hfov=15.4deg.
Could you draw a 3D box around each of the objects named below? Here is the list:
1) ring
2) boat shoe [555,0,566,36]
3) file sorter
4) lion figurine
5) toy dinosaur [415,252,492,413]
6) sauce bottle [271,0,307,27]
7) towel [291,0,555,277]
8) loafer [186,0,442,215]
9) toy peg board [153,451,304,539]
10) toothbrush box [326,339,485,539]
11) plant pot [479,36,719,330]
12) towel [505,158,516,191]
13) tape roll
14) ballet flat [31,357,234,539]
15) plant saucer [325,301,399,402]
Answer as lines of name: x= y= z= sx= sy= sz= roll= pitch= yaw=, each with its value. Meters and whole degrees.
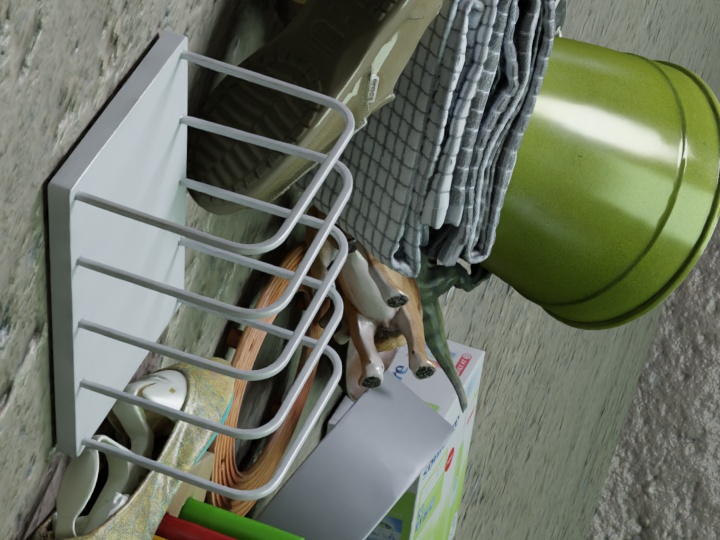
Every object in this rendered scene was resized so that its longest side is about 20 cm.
ring: x=-0.066 y=0.073 z=1.799 sx=0.200 sy=0.019 sz=0.201 roll=19 pitch=90 yaw=-76
boat shoe: x=0.123 y=-0.192 z=1.972 sx=0.071 sy=0.064 sz=0.200 roll=-26 pitch=-149 yaw=41
file sorter: x=-0.080 y=0.003 z=1.434 sx=0.200 sy=0.124 sz=0.139 roll=94 pitch=19 yaw=-44
lion figurine: x=0.000 y=0.000 z=1.770 sx=0.200 sy=0.072 sz=0.123 roll=77 pitch=-2 yaw=-52
toy dinosaur: x=0.052 y=-0.002 z=1.906 sx=0.088 sy=0.047 sz=0.200 roll=-50 pitch=127 yaw=-34
sauce bottle: x=-0.024 y=-0.181 z=1.551 sx=0.200 sy=0.065 sz=0.065 roll=94 pitch=19 yaw=-51
towel: x=0.039 y=-0.112 z=1.644 sx=0.085 sy=0.166 sz=0.200 roll=2 pitch=110 yaw=-30
loafer: x=-0.019 y=-0.106 z=1.515 sx=0.200 sy=0.076 sz=0.067 roll=-47 pitch=146 yaw=9
toy peg board: x=-0.118 y=0.234 z=1.635 sx=0.199 sy=0.098 sz=0.200 roll=-27 pitch=133 yaw=-71
toothbrush box: x=0.027 y=0.168 z=2.139 sx=0.146 sy=0.086 sz=0.200 roll=-55 pitch=157 yaw=-51
plant pot: x=0.114 y=-0.081 z=1.830 sx=0.193 sy=0.200 sz=0.201 roll=21 pitch=86 yaw=-37
towel: x=0.056 y=-0.138 z=1.722 sx=0.024 sy=0.200 sz=0.147 roll=1 pitch=115 yaw=-28
tape roll: x=-0.022 y=0.164 z=1.830 sx=0.200 sy=0.066 sz=0.200 roll=-49 pitch=176 yaw=-5
ballet flat: x=-0.130 y=0.105 z=1.517 sx=0.071 sy=0.071 sz=0.200 roll=92 pitch=19 yaw=-48
plant saucer: x=0.015 y=-0.001 z=1.992 sx=0.200 sy=0.032 sz=0.200 roll=19 pitch=90 yaw=-75
